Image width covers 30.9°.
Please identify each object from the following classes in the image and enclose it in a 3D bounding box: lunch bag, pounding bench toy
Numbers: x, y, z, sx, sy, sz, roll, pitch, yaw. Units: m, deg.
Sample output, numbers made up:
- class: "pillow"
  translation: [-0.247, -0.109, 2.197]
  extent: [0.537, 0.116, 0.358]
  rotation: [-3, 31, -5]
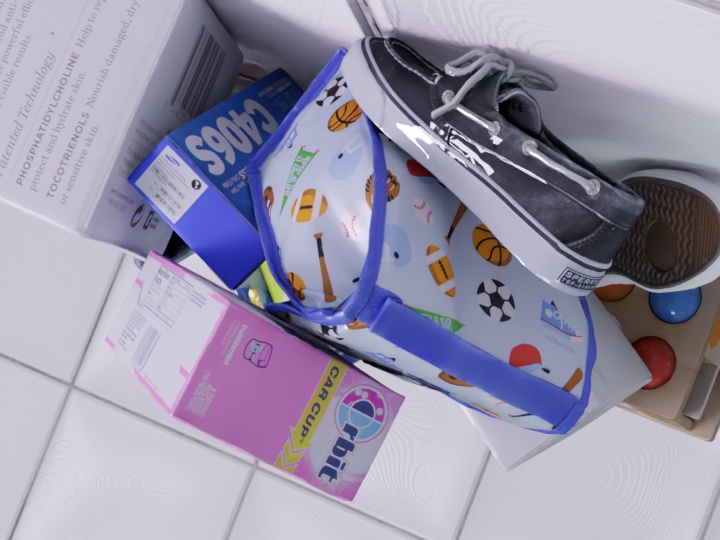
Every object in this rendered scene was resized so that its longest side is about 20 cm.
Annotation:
- class: "lunch bag"
  translation: [0.034, -0.003, 0.740]
  extent: [0.169, 0.124, 0.201]
  rotation: [27, -156, -30]
- class: "pounding bench toy"
  translation: [0.208, 0.041, 1.093]
  extent: [0.199, 0.125, 0.156]
  rotation: [20, 176, 31]

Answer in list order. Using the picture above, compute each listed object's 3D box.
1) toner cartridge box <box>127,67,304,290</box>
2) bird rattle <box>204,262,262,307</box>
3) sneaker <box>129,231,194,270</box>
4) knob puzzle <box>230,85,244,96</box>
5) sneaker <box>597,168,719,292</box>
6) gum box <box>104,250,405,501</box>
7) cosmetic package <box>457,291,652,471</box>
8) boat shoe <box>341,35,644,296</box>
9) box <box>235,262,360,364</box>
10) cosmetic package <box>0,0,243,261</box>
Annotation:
- class: "toner cartridge box"
  translation: [-0.067, -0.067, 0.857]
  extent: [0.095, 0.043, 0.200]
  rotation: [47, -154, -4]
- class: "bird rattle"
  translation: [-0.074, 0.005, 1.102]
  extent: [0.163, 0.113, 0.200]
  rotation: [43, 159, -15]
- class: "sneaker"
  translation: [-0.161, -0.047, 0.960]
  extent: [0.198, 0.096, 0.079]
  rotation: [-1, 145, 32]
- class: "knob puzzle"
  translation: [-0.062, -0.124, 1.042]
  extent: [0.218, 0.031, 0.220]
  rotation: [23, 177, 1]
- class: "sneaker"
  translation: [0.192, -0.027, 0.812]
  extent: [0.084, 0.074, 0.200]
  rotation: [-9, -179, -19]
- class: "gum box"
  translation: [-0.070, 0.054, 0.755]
  extent: [0.113, 0.067, 0.200]
  rotation: [29, 178, -23]
- class: "cosmetic package"
  translation: [0.130, 0.063, 0.918]
  extent: [0.108, 0.085, 0.200]
  rotation: [56, -163, 14]
- class: "boat shoe"
  translation: [0.065, -0.075, 0.667]
  extent: [0.073, 0.068, 0.200]
  rotation: [9, -148, -44]
- class: "box"
  translation: [0.000, 0.000, 1.001]
  extent: [0.199, 0.123, 0.047]
  rotation: [-24, -175, -36]
- class: "cosmetic package"
  translation: [-0.208, -0.123, 0.850]
  extent: [0.198, 0.168, 0.167]
  rotation: [22, 177, 9]
